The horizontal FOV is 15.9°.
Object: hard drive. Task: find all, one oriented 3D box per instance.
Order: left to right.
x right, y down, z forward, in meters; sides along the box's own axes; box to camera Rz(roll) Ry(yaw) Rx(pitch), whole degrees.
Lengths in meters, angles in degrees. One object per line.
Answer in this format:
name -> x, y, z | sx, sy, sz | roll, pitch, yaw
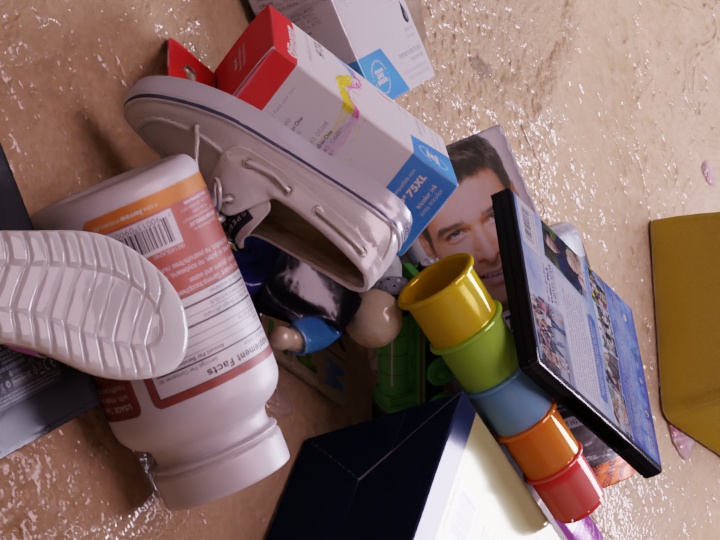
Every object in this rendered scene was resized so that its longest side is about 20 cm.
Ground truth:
hard drive -> -0.232, 0.007, 1.494 | 0.139, 0.033, 0.201 | -29, 100, -59

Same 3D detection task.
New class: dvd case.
dvd case -> 0.152, 0.046, 1.802 | 0.200, 0.017, 0.143 | 41, 35, -49

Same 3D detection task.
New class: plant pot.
plant pot -> 0.393, 0.053, 2.342 | 0.200, 0.176, 0.201 | 33, 48, -47

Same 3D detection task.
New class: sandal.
sandal -> -0.188, 0.016, 1.474 | 0.202, 0.050, 0.083 | 14, 72, -37

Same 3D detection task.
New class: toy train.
toy train -> 0.036, 0.084, 1.797 | 0.042, 0.056, 0.201 | -133, -144, -55

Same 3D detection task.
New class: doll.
doll -> -0.056, -0.006, 1.699 | 0.199, 0.048, 0.137 | 28, 49, -19

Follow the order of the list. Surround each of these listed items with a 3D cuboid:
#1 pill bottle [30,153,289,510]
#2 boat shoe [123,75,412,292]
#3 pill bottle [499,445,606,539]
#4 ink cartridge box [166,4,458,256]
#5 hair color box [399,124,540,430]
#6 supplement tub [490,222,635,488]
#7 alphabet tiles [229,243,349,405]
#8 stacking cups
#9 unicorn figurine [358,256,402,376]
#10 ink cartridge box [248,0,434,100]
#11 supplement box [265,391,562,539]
pill bottle -> -0.118, 0.039, 1.584 | 0.112, 0.112, 0.201 | -33, 104, -58
boat shoe -> -0.072, -0.044, 1.630 | 0.201, 0.075, 0.086 | 30, 61, -1
pill bottle -> 0.138, 0.233, 1.901 | 0.200, 0.112, 0.113 | 55, 35, -27
ink cartridge box -> -0.034, -0.107, 1.744 | 0.200, 0.067, 0.116 | 36, 13, -16
hair color box -> 0.091, 0.006, 1.875 | 0.061, 0.098, 0.201 | 152, -85, -79
supplement tub -> 0.137, 0.073, 1.969 | 0.122, 0.122, 0.201 | -14, 86, -59
alphabet tiles -> -0.054, -0.026, 1.824 | 0.167, 0.008, 0.201 | 37, 46, -44
stacking cups -> 0.100, 0.086, 1.738 | 0.201, 0.060, 0.061 | 58, 33, -16
unicorn figurine -> 0.000, 0.000, 1.821 | 0.137, 0.074, 0.201 | 13, 66, -51
ink cartridge box -> -0.030, -0.213, 1.897 | 0.201, 0.068, 0.116 | 67, 28, -7
supplement box -> 0.041, 0.231, 1.721 | 0.200, 0.134, 0.200 | 56, 34, -26
